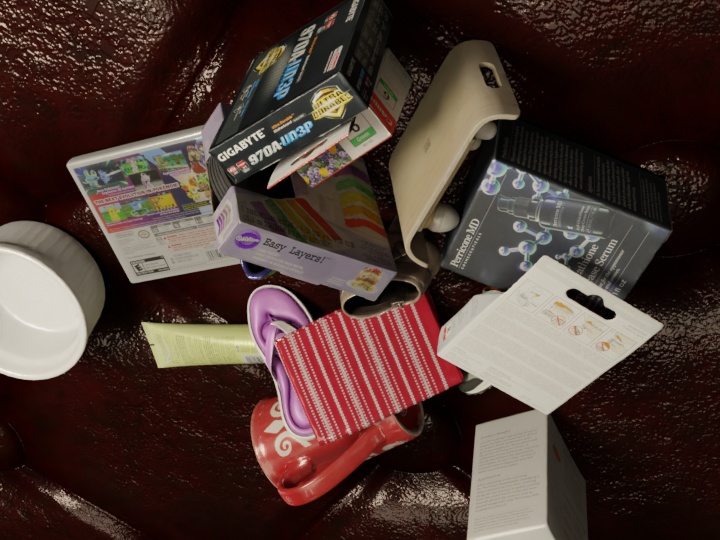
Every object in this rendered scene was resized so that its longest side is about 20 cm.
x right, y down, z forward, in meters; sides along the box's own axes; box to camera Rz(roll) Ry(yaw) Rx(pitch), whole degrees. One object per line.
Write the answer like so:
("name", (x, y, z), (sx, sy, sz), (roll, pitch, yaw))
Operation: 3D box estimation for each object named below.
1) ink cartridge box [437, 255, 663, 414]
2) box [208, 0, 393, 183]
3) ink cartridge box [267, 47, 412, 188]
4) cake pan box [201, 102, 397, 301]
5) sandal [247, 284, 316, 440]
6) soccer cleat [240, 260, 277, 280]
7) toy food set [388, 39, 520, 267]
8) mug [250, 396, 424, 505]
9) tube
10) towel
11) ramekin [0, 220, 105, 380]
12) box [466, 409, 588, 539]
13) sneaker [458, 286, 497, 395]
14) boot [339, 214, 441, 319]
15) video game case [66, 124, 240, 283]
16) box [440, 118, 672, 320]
("ink cartridge box", (0.202, 0.063, 1.021), (0.161, 0.050, 0.200), (29, 131, -14))
("box", (-0.054, -0.185, 0.912), (0.158, 0.201, 0.046), (-25, 120, 27))
("ink cartridge box", (-0.017, -0.140, 0.935), (0.109, 0.201, 0.050), (-30, 114, 29))
("cake pan box", (-0.069, -0.073, 0.968), (0.199, 0.185, 0.052), (18, 128, -31))
("sandal", (-0.084, 0.109, 1.161), (0.082, 0.050, 0.204), (-21, 79, -4))
("soccer cleat", (-0.115, -0.084, 1.064), (0.064, 0.084, 0.202), (4, 116, 13))
("toy food set", (0.095, -0.121, 0.962), (0.060, 0.144, 0.201), (16, 128, -20))
("mug", (-0.023, 0.218, 1.220), (0.199, 0.179, 0.133), (-25, 143, 22))
("tube", (-0.196, 0.097, 1.246), (0.198, 0.052, 0.059), (-3, 80, 19))
("towel", (0.012, 0.108, 1.134), (0.199, 0.022, 0.145), (-24, 91, -3))
("ramekin", (-0.432, 0.033, 1.212), (0.199, 0.098, 0.202), (5, 122, 8))
("box", (0.218, 0.307, 1.201), (0.106, 0.201, 0.153), (-19, 119, 23))
("sneaker", (0.167, 0.067, 1.130), (0.079, 0.074, 0.201), (30, 120, 3))
("boot", (0.000, 0.000, 1.065), (0.199, 0.147, 0.070), (-20, 121, 25))
("video game case", (-0.234, -0.076, 1.144), (0.199, 0.023, 0.183), (-9, 122, 20))
("box", (0.208, -0.051, 1.006), (0.199, 0.107, 0.149), (21, 128, -2))
